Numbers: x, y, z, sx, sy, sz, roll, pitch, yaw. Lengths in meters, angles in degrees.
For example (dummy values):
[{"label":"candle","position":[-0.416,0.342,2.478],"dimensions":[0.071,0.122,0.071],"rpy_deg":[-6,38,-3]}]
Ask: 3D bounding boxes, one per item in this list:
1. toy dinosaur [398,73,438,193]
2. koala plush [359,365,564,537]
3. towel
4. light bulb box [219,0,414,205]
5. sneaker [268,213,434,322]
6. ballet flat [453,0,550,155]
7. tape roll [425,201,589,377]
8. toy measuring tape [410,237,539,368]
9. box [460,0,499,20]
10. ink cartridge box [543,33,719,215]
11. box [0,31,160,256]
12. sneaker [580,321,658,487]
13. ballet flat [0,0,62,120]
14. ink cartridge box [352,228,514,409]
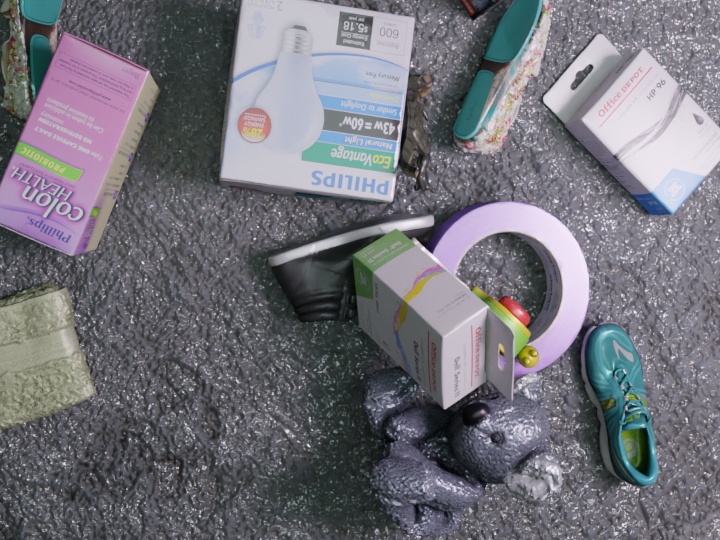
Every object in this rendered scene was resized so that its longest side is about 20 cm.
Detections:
[{"label":"toy dinosaur","position":[0.061,-0.140,1.221],"dimensions":[0.046,0.202,0.089],"rpy_deg":[-4,133,7]},{"label":"koala plush","position":[0.123,0.196,1.203],"dimensions":[0.197,0.179,0.185],"rpy_deg":[-22,133,13]},{"label":"towel","position":[-0.409,0.108,1.218],"dimensions":[0.196,0.036,0.151],"rpy_deg":[-16,96,-6]},{"label":"light bulb box","position":[-0.053,-0.185,1.203],"dimensions":[0.194,0.125,0.205],"rpy_deg":[6,91,-7]},{"label":"sneaker","position":[0.000,0.000,1.250],"dimensions":[0.196,0.071,0.101],"rpy_deg":[-18,97,0]},{"label":"ballet flat","position":[0.171,-0.226,1.258],"dimensions":[0.063,0.075,0.203],"rpy_deg":[25,94,-41]},{"label":"tape roll","position":[0.166,0.021,1.271],"dimensions":[0.196,0.066,0.205],"rpy_deg":[0,93,-6]},{"label":"toy measuring tape","position":[0.128,0.039,1.199],"dimensions":[0.200,0.074,0.074],"rpy_deg":[43,87,-7]},{"label":"box","position":[0.102,-0.386,1.205],"dimensions":[0.040,0.137,0.202],"rpy_deg":[-33,96,-4]},{"label":"ink cartridge box","position":[0.327,-0.176,1.278],"dimensions":[0.200,0.068,0.116],"rpy_deg":[43,87,-7]},{"label":"box","position":[-0.299,-0.130,1.149],"dimensions":[0.095,0.176,0.203],"rpy_deg":[22,91,-8]},{"label":"sneaker","position":[0.320,0.159,1.289],"dimensions":[0.076,0.080,0.204],"rpy_deg":[-16,94,-6]},{"label":"ballet flat","position":[-0.370,-0.264,1.191],"dimensions":[0.063,0.075,0.205],"rpy_deg":[2,87,26]},{"label":"ink cartridge box","position":[0.076,0.062,1.155],"dimensions":[0.067,0.200,0.119],"rpy_deg":[-29,138,-23]}]
